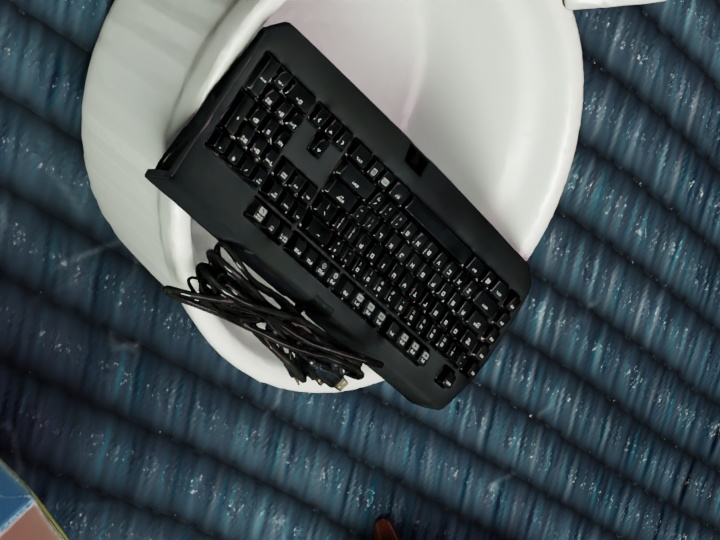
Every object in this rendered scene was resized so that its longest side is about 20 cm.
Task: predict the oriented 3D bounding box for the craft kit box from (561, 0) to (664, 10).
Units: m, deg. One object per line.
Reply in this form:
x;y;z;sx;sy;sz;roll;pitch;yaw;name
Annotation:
0.089;-0.234;0.834;0.048;0.201;0.198;-2;129;11;craft kit box

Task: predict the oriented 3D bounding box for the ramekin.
-0.015;-0.061;0.895;0.200;0.098;0.202;-20;124;-31;ramekin

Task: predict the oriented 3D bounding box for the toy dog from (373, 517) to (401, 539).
-0.009;0.199;1.074;0.200;0.096;0.132;-37;137;2;toy dog

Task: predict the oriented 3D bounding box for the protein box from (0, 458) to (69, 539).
-0.205;0.136;0.772;0.200;0.198;0.135;-41;134;-15;protein box

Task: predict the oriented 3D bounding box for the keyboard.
0.000;0.000;0.845;0.104;0.040;0.200;-53;135;-4;keyboard
